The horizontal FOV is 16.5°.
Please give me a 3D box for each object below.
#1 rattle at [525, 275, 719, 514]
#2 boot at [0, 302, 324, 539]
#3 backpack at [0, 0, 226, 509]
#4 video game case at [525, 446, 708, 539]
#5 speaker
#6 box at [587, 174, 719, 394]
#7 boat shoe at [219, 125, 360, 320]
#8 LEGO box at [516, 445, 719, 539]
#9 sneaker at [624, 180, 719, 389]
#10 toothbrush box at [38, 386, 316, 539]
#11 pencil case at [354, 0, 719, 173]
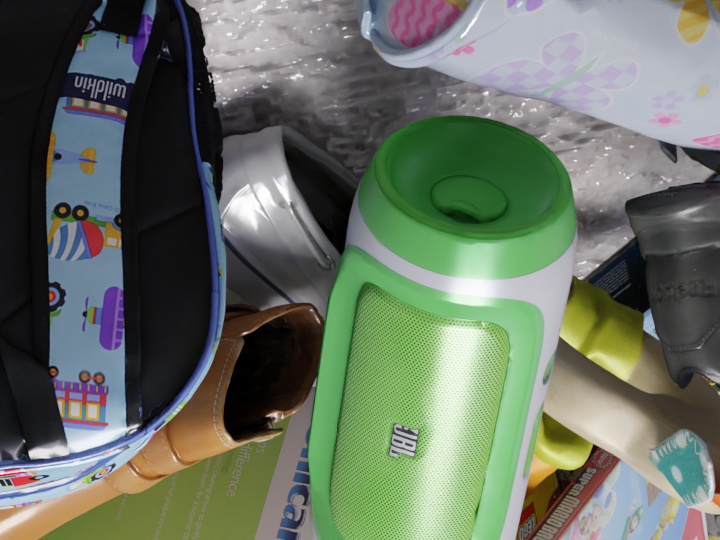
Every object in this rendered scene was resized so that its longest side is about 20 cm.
[{"bbox_3d":[0.094,0.093,1.035,0.143,0.200,0.130,-45,134,6],"label":"rattle"},{"bbox_3d":[-0.110,0.079,0.986,0.155,0.200,0.077,-6,117,34],"label":"boot"},{"bbox_3d":[-0.133,0.001,0.899,0.181,0.201,0.135,-7,149,-7],"label":"backpack"},{"bbox_3d":[0.104,0.162,1.164,0.017,0.200,0.143,18,140,32],"label":"video game case"},{"bbox_3d":[0.029,0.042,0.962,0.088,0.089,0.201,-3,130,-13],"label":"speaker"},{"bbox_3d":[0.197,0.003,1.159,0.136,0.038,0.200,13,142,-33],"label":"box"},{"bbox_3d":[0.000,0.000,1.061,0.065,0.074,0.200,-22,148,27],"label":"boat shoe"},{"bbox_3d":[0.119,0.155,1.347,0.148,0.078,0.200,7,145,-26],"label":"LEGO box"},{"bbox_3d":[0.178,0.016,1.025,0.199,0.091,0.076,5,169,-44],"label":"sneaker"},{"bbox_3d":[-0.095,0.121,1.097,0.199,0.146,0.086,9,151,12],"label":"toothbrush box"},{"bbox_3d":[0.094,-0.093,0.930,0.199,0.084,0.091,16,154,-37],"label":"pencil case"}]
